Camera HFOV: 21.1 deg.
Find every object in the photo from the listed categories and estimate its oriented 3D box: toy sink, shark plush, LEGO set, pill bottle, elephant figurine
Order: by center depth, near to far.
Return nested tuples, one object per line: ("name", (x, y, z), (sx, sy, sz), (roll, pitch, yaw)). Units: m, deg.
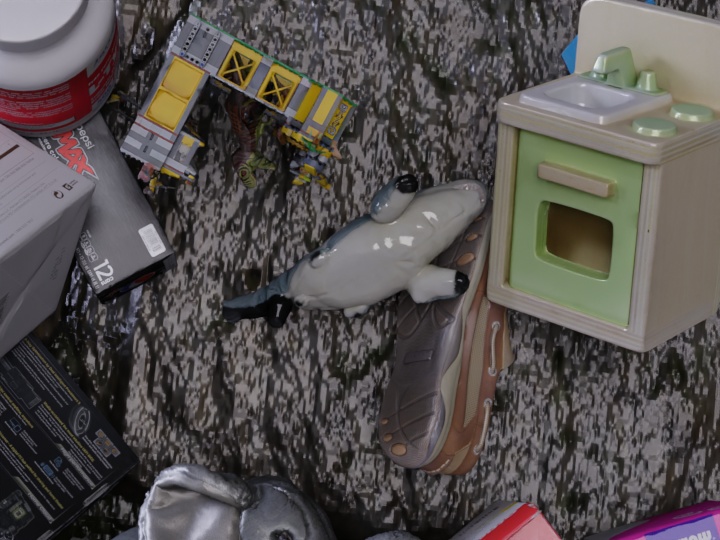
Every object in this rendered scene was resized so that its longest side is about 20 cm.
("pill bottle", (-0.208, -0.158, 1.212), (0.111, 0.200, 0.113), (1, 82, -6))
("elephant figurine", (-0.077, 0.181, 1.224), (0.155, 0.142, 0.200), (41, 100, -10))
("toy sink", (0.167, -0.067, 1.280), (0.130, 0.112, 0.201), (20, 117, 35))
("LEGO set", (-0.088, -0.088, 1.294), (0.153, 0.200, 0.116), (28, 91, -14))
("shark plush", (0.000, 0.000, 1.340), (0.200, 0.083, 0.091), (-36, 104, 19))

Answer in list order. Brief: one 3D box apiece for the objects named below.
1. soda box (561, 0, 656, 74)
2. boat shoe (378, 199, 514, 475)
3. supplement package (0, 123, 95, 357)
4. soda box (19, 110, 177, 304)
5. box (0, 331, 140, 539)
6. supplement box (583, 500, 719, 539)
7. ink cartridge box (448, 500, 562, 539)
("soda box", (0.216, -0.084, 1.368), (0.064, 0.068, 0.201), (-25, 87, -6))
("boat shoe", (0.069, 0.049, 1.353), (0.072, 0.076, 0.201), (27, 72, -34))
("supplement package", (-0.296, -0.039, 1.250), (0.199, 0.120, 0.122), (31, 128, 10))
("soda box", (-0.200, -0.080, 1.340), (0.063, 0.071, 0.201), (-27, 86, -6))
("box", (-0.266, 0.100, 1.287), (0.200, 0.044, 0.160), (49, 43, 1))
("supplement box", (0.233, 0.266, 1.319), (0.101, 0.103, 0.201), (-16, 84, -4))
("ink cartridge box", (0.080, 0.211, 1.265), (0.116, 0.200, 0.067), (-39, 88, -6))
